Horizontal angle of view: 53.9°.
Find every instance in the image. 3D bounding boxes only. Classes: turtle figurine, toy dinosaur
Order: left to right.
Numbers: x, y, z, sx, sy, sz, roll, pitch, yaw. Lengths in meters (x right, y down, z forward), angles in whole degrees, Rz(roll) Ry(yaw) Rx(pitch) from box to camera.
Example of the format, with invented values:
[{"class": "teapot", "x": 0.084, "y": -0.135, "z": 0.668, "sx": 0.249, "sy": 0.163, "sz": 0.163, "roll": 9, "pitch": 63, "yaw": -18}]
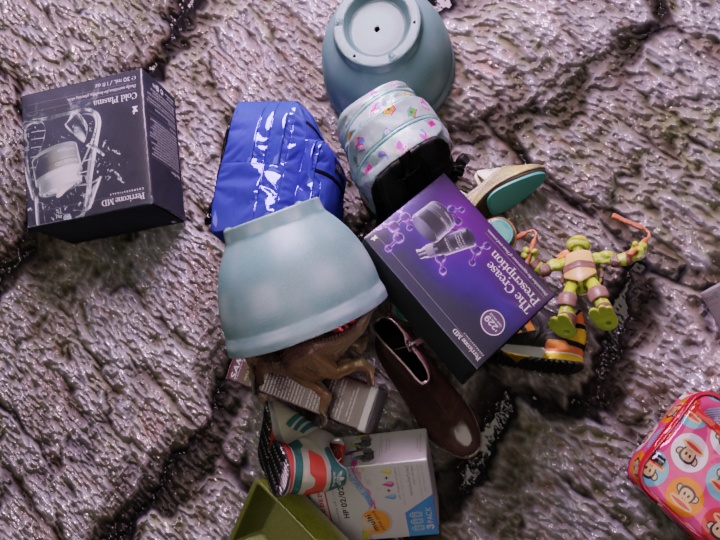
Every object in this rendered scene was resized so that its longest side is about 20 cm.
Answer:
[{"class": "toy dinosaur", "x": -0.064, "y": 0.100, "z": 0.824, "sx": 0.133, "sy": 0.200, "sz": 0.087, "roll": 26, "pitch": 46, "yaw": -23}, {"class": "turtle figurine", "x": 0.273, "y": 0.009, "z": 0.911, "sx": 0.195, "sy": 0.065, "sz": 0.164, "roll": -3, "pitch": 46, "yaw": 19}]

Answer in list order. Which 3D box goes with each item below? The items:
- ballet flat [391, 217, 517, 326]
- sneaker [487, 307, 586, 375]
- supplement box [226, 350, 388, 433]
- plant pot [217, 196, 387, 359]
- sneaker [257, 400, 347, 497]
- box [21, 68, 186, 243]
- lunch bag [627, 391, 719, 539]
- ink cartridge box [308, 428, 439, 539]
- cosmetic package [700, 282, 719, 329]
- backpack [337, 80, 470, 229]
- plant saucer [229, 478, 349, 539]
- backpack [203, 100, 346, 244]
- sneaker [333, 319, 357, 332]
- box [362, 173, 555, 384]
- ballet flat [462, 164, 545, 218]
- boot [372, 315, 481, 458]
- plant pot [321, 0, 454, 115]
[{"class": "ballet flat", "x": 0.127, "y": 0.006, "z": 0.950, "sx": 0.199, "sy": 0.072, "sz": 0.068, "roll": -43, "pitch": 77, "yaw": 2}, {"class": "sneaker", "x": 0.199, "y": 0.074, "z": 0.936, "sx": 0.195, "sy": 0.070, "sz": 0.092, "roll": 11, "pitch": 68, "yaw": 11}, {"class": "supplement box", "x": -0.067, "y": 0.154, "z": 0.943, "sx": 0.195, "sy": 0.109, "sz": 0.062, "roll": 18, "pitch": 80, "yaw": 12}, {"class": "plant pot", "x": -0.081, "y": -0.002, "z": 0.811, "sx": 0.196, "sy": 0.200, "sz": 0.137, "roll": -19, "pitch": 97, "yaw": 7}, {"class": "sneaker", "x": -0.071, "y": 0.218, "z": 0.868, "sx": 0.091, "sy": 0.200, "sz": 0.072, "roll": 8, "pitch": 97, "yaw": -16}, {"class": "box", "x": -0.376, "y": -0.163, "z": 1.046, "sx": 0.194, "sy": 0.124, "sz": 0.202, "roll": -10, "pitch": 81, "yaw": 8}, {"class": "lunch bag", "x": 0.446, "y": 0.248, "z": 0.854, "sx": 0.199, "sy": 0.082, "sz": 0.177, "roll": 41, "pitch": 86, "yaw": 12}, {"class": "ink cartridge box", "x": -0.003, "y": 0.279, "z": 0.908, "sx": 0.194, "sy": 0.068, "sz": 0.118, "roll": -8, "pitch": 111, "yaw": 9}, {"class": "cosmetic package", "x": 0.508, "y": 0.092, "z": 0.850, "sx": 0.083, "sy": 0.108, "sz": 0.204, "roll": -27, "pitch": 76, "yaw": 5}, {"class": "backpack", "x": 0.046, "y": -0.150, "z": 0.926, "sx": 0.166, "sy": 0.200, "sz": 0.127, "roll": -39, "pitch": 76, "yaw": 2}, {"class": "plant saucer", "x": -0.069, "y": 0.361, "z": 0.896, "sx": 0.199, "sy": 0.202, "sz": 0.048, "roll": 41, "pitch": 47, "yaw": 14}, {"class": "backpack", "x": -0.103, "y": -0.124, "z": 0.972, "sx": 0.163, "sy": 0.163, "sz": 0.206, "roll": 0, "pitch": 72, "yaw": 11}, {"class": "sneaker", "x": 0.000, "y": 0.000, "z": 0.953, "sx": 0.098, "sy": 0.071, "sz": 0.201, "roll": 41, "pitch": 102, "yaw": -9}, {"class": "box", "x": 0.112, "y": 0.009, "z": 0.855, "sx": 0.140, "sy": 0.079, "sz": 0.201, "roll": -38, "pitch": 78, "yaw": -16}, {"class": "ballet flat", "x": 0.159, "y": -0.097, "z": 0.969, "sx": 0.198, "sy": 0.071, "sz": 0.071, "roll": -37, "pitch": 76, "yaw": 3}, {"class": "boot", "x": 0.081, "y": 0.151, "z": 0.885, "sx": 0.072, "sy": 0.167, "sz": 0.201, "roll": -37, "pitch": 76, "yaw": -2}, {"class": "plant pot", "x": 0.031, "y": -0.310, "z": 0.983, "sx": 0.194, "sy": 0.134, "sz": 0.206, "roll": -2, "pitch": 80, "yaw": 9}]
